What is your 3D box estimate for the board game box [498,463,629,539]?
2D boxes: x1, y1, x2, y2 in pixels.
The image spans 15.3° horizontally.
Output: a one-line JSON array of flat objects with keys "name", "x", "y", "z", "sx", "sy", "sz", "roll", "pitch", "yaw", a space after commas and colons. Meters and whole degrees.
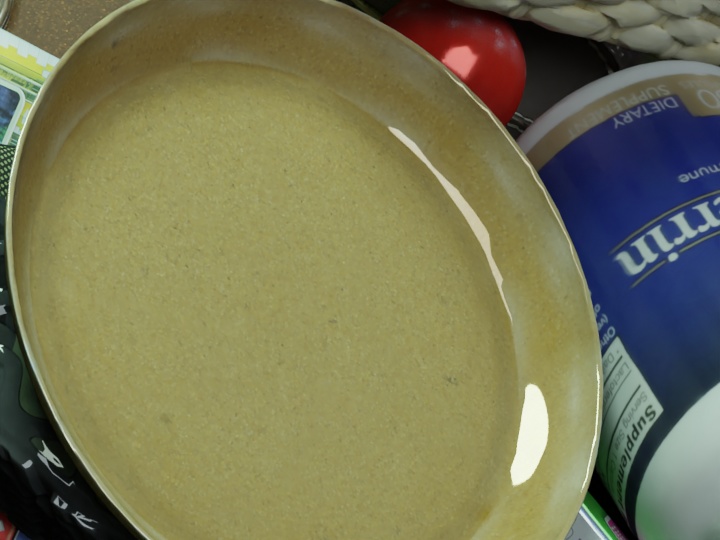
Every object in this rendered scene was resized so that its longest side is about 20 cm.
[{"name": "board game box", "x": 0.067, "y": 0.182, "z": 0.823, "sx": 0.153, "sy": 0.040, "sz": 0.200, "roll": -40, "pitch": 89, "yaw": 6}]

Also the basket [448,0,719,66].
[{"name": "basket", "x": 0.082, "y": -0.189, "z": 0.850, "sx": 0.200, "sy": 0.198, "sz": 0.161, "roll": 10, "pitch": 47, "yaw": -42}]

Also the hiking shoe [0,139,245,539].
[{"name": "hiking shoe", "x": -0.085, "y": 0.012, "z": 0.769, "sx": 0.200, "sy": 0.076, "sz": 0.101, "roll": 45, "pitch": 72, "yaw": -4}]

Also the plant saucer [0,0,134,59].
[{"name": "plant saucer", "x": -0.142, "y": -0.089, "z": 0.864, "sx": 0.200, "sy": 0.032, "sz": 0.200, "roll": 7, "pitch": 72, "yaw": -23}]

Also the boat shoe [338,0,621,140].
[{"name": "boat shoe", "x": 0.019, "y": -0.102, "z": 0.921, "sx": 0.200, "sy": 0.060, "sz": 0.072, "roll": 39, "pitch": 64, "yaw": -9}]

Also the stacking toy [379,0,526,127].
[{"name": "stacking toy", "x": 0.000, "y": 0.000, "z": 0.855, "sx": 0.085, "sy": 0.085, "sz": 0.200, "roll": 25, "pitch": 75, "yaw": -16}]

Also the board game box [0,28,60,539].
[{"name": "board game box", "x": -0.135, "y": 0.025, "z": 0.811, "sx": 0.134, "sy": 0.029, "sz": 0.200, "roll": 27, "pitch": 78, "yaw": -15}]

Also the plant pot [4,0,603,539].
[{"name": "plant pot", "x": -0.017, "y": 0.012, "z": 0.765, "sx": 0.200, "sy": 0.027, "sz": 0.200, "roll": 16, "pitch": 59, "yaw": -29}]

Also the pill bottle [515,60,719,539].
[{"name": "pill bottle", "x": 0.124, "y": 0.034, "z": 0.850, "sx": 0.116, "sy": 0.116, "sz": 0.200, "roll": -5, "pitch": 43, "yaw": -25}]
